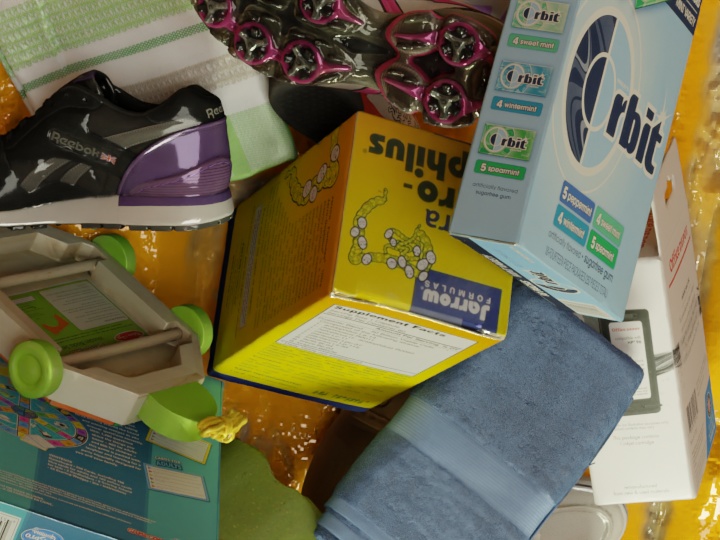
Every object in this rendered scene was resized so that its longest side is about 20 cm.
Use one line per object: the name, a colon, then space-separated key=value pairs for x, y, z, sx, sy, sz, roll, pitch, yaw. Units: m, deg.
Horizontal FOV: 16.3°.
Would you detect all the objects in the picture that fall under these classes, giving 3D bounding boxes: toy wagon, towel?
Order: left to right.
toy wagon: x=-0.149 y=0.041 z=1.428 sx=0.155 sy=0.200 sz=0.040 roll=-13 pitch=139 yaw=-57
towel: x=-0.138 y=-0.129 z=1.443 sx=0.148 sy=0.031 sz=0.201 roll=-17 pitch=112 yaw=20
towel: x=0.070 y=0.109 z=1.481 sx=0.111 sy=0.049 sz=0.200 roll=39 pitch=82 yaw=0

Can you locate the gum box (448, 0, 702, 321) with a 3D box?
gum box: x=0.122 y=-0.090 z=1.368 sx=0.170 sy=0.044 sz=0.202 roll=31 pitch=71 yaw=-61

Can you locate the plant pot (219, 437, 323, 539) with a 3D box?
plant pot: x=-0.107 y=0.206 z=1.510 sx=0.190 sy=0.200 sz=0.201 roll=-41 pitch=113 yaw=-16

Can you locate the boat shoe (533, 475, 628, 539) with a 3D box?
boat shoe: x=0.084 y=0.184 z=1.609 sx=0.198 sy=0.070 sz=0.072 roll=-10 pitch=107 yaw=-14

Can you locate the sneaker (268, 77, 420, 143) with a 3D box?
sneaker: x=0.008 y=-0.106 z=1.506 sx=0.067 sy=0.109 sz=0.201 roll=-10 pitch=148 yaw=23

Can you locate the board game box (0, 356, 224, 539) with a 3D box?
board game box: x=-0.154 y=0.107 z=1.406 sx=0.150 sy=0.200 sz=0.047 roll=20 pitch=115 yaw=-12

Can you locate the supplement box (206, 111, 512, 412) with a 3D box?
supplement box: x=0.000 y=0.000 z=1.451 sx=0.108 sy=0.200 sz=0.110 roll=15 pitch=70 yaw=-20

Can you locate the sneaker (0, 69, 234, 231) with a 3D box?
sneaker: x=-0.171 y=-0.072 z=1.439 sx=0.198 sy=0.076 sz=0.088 roll=-1 pitch=104 yaw=6

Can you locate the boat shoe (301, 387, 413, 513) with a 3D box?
boat shoe: x=0.031 y=0.080 z=1.572 sx=0.201 sy=0.070 sz=0.070 roll=-58 pitch=150 yaw=7

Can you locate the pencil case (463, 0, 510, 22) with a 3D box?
pencil case: x=0.054 y=-0.187 z=1.428 sx=0.085 sy=0.084 sz=0.200 roll=-38 pitch=114 yaw=19

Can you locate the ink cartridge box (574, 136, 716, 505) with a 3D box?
ink cartridge box: x=0.171 y=0.030 z=1.563 sx=0.067 sy=0.116 sz=0.202 roll=-4 pitch=108 yaw=16

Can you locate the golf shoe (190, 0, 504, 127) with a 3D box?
golf shoe: x=-0.001 y=-0.133 z=1.391 sx=0.199 sy=0.092 sz=0.073 roll=23 pitch=107 yaw=12
